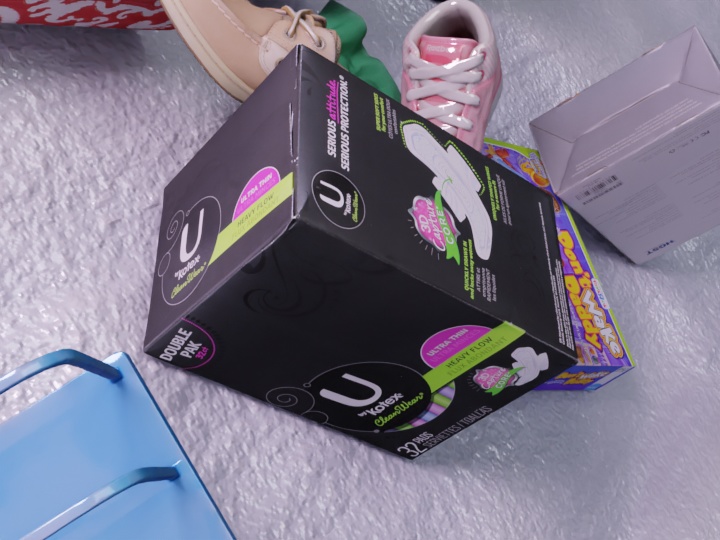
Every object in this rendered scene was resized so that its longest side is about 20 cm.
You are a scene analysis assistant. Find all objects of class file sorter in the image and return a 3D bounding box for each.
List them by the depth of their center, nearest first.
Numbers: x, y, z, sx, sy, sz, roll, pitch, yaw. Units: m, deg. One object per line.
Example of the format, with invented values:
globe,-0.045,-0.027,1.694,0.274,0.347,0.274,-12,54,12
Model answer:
file sorter,-0.100,0.144,0.375,0.138,0.123,0.201,-31,83,-8

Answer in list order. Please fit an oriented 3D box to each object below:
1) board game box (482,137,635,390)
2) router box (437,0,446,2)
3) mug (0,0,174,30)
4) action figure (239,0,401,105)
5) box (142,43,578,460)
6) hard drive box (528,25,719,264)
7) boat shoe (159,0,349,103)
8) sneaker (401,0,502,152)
board game box,0.123,-0.007,0.844,0.133,0.045,0.202,5,57,-44
router box,0.090,-0.379,1.013,0.052,0.157,0.202,-7,65,-48
mug,-0.182,-0.222,0.615,0.199,0.132,0.180,-7,87,-53
action figure,-0.036,-0.113,0.752,0.119,0.055,0.200,52,33,-4
box,0.000,0.000,0.622,0.199,0.148,0.125,27,44,-30
hard drive box,0.259,-0.097,0.930,0.199,0.155,0.078,29,39,-53
boat shoe,-0.041,-0.125,0.641,0.200,0.064,0.072,42,22,-33
sneaker,0.052,-0.101,0.760,0.105,0.074,0.202,68,35,-59
